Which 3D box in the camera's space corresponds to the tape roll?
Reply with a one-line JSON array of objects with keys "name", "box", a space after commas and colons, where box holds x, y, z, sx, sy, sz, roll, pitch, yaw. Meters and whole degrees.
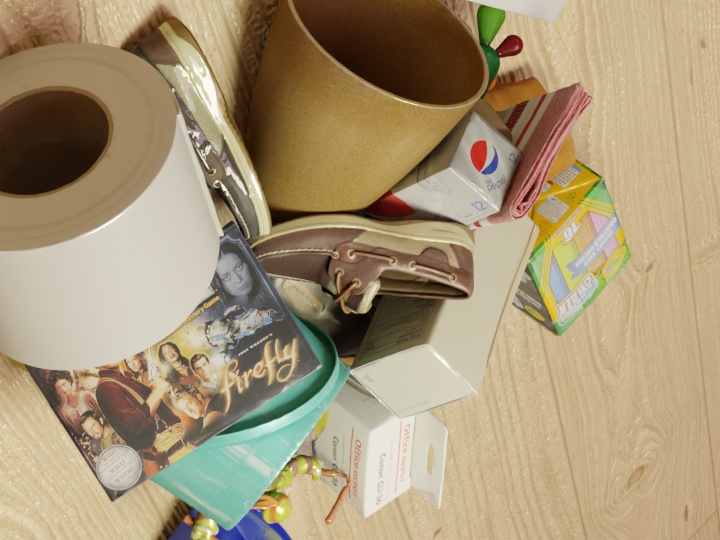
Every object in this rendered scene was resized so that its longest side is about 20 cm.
[{"name": "tape roll", "box": [-0.214, -0.048, 1.424, 0.202, 0.202, 0.140, -41, 143, -20]}]

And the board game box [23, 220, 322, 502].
[{"name": "board game box", "box": [-0.149, 0.071, 1.540, 0.199, 0.035, 0.136, -33, 99, -4]}]

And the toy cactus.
[{"name": "toy cactus", "box": [0.086, -0.139, 1.748, 0.200, 0.165, 0.102, -47, 128, 3]}]

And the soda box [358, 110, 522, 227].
[{"name": "soda box", "box": [0.048, -0.067, 1.699, 0.063, 0.199, 0.069, 38, 56, -22]}]

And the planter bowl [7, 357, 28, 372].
[{"name": "planter bowl", "box": [-0.198, 0.020, 1.607, 0.200, 0.083, 0.202, -31, 139, -31]}]

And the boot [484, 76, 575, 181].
[{"name": "boot", "box": [0.154, -0.084, 1.883, 0.143, 0.071, 0.203, -15, 87, -32]}]

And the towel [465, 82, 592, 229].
[{"name": "towel", "box": [0.114, -0.087, 1.724, 0.023, 0.200, 0.145, 40, 66, -19]}]

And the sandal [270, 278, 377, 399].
[{"name": "sandal", "box": [-0.007, 0.053, 1.758, 0.200, 0.055, 0.082, 40, 85, -16]}]

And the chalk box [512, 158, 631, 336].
[{"name": "chalk box", "box": [0.191, -0.029, 2.011, 0.124, 0.124, 0.200, -47, 147, -11]}]

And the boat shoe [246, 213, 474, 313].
[{"name": "boat shoe", "box": [0.000, 0.000, 1.644, 0.198, 0.073, 0.072, 2, 155, -8]}]

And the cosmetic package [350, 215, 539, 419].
[{"name": "cosmetic package", "box": [0.077, 0.025, 1.734, 0.073, 0.103, 0.201, 43, 50, -24]}]

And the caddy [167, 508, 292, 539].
[{"name": "caddy", "box": [-0.104, 0.301, 1.877, 0.105, 0.200, 0.141, -46, 152, 19]}]

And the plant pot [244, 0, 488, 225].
[{"name": "plant pot", "box": [-0.018, -0.129, 1.640, 0.185, 0.187, 0.201, -14, 146, -44]}]

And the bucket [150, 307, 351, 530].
[{"name": "bucket", "box": [-0.111, 0.111, 1.667, 0.208, 0.134, 0.207, -52, -177, 3]}]

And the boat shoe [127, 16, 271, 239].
[{"name": "boat shoe", "box": [-0.132, -0.107, 1.575, 0.064, 0.073, 0.201, -27, 115, -6]}]

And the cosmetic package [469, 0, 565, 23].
[{"name": "cosmetic package", "box": [0.098, -0.279, 1.701, 0.199, 0.101, 0.075, 6, 114, -52]}]

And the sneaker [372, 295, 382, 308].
[{"name": "sneaker", "box": [0.018, -0.002, 1.819, 0.198, 0.078, 0.092, 13, 99, -26]}]

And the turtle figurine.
[{"name": "turtle figurine", "box": [-0.118, 0.188, 1.781, 0.199, 0.161, 0.065, -25, 137, -36]}]

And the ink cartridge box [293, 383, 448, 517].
[{"name": "ink cartridge box", "box": [-0.009, 0.148, 1.846, 0.067, 0.200, 0.117, -29, 139, -32]}]
